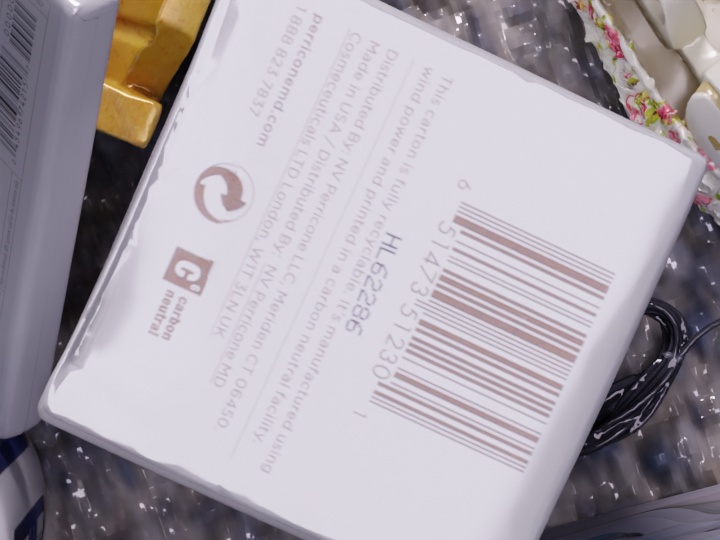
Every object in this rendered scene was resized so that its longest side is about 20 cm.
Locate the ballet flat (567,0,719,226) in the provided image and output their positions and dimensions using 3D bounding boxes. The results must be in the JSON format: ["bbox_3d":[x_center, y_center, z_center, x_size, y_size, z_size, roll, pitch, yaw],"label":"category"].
[{"bbox_3d":[0.119,-0.083,1.039,0.076,0.064,0.200,-39,83,0],"label":"ballet flat"}]

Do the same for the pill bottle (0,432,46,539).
[{"bbox_3d":[-0.171,0.092,0.988,0.111,0.200,0.112,0,92,-1],"label":"pill bottle"}]

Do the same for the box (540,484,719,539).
[{"bbox_3d":[0.081,0.150,1.008,0.199,0.176,0.097,-14,93,0],"label":"box"}]

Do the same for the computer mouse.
[{"bbox_3d":[0.155,0.013,1.079,0.199,0.034,0.059,-27,84,7],"label":"computer mouse"}]

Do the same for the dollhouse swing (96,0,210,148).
[{"bbox_3d":[-0.127,-0.172,1.002,0.175,0.182,0.201,22,92,-12],"label":"dollhouse swing"}]

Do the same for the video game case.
[{"bbox_3d":[-0.154,-0.069,0.968,0.023,0.200,0.182,-25,57,-34],"label":"video game case"}]

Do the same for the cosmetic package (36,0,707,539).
[{"bbox_3d":[0.000,0.000,0.987,0.166,0.200,0.168,24,91,-3],"label":"cosmetic package"}]
